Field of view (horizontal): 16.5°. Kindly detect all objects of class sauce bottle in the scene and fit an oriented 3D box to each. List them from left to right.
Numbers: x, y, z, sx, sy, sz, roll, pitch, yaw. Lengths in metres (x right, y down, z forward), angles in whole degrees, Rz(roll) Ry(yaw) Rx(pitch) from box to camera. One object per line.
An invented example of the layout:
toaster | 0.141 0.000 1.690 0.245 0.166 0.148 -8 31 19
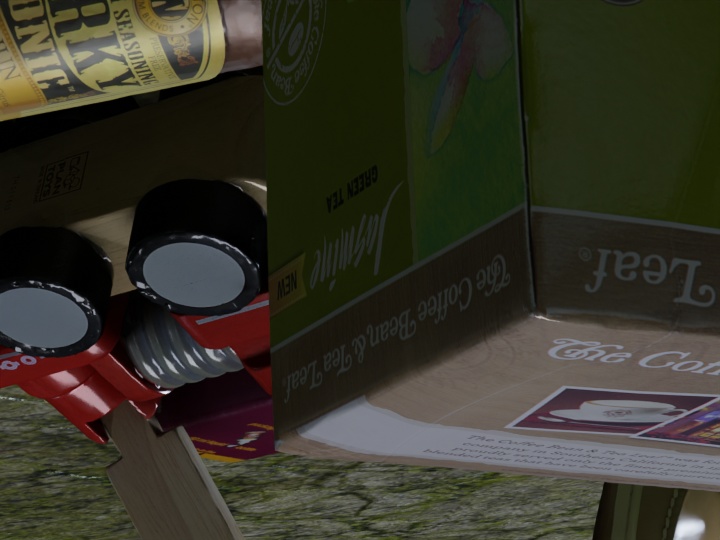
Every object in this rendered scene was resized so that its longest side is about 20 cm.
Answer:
sauce bottle | -0.061 -0.086 0.733 0.199 0.065 0.065 -12 164 11

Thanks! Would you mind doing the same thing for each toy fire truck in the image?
toy fire truck | -0.063 0.035 0.909 0.175 0.129 0.200 -16 138 26

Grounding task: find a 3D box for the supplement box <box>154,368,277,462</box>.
supplement box | 0.000 0.000 0.983 0.199 0.111 0.086 -16 163 29

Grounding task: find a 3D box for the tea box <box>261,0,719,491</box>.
tea box | 0.089 -0.053 0.631 0.199 0.198 0.134 8 160 -27

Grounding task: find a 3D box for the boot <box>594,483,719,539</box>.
boot | 0.176 0.093 0.961 0.154 0.072 0.200 19 -150 13
